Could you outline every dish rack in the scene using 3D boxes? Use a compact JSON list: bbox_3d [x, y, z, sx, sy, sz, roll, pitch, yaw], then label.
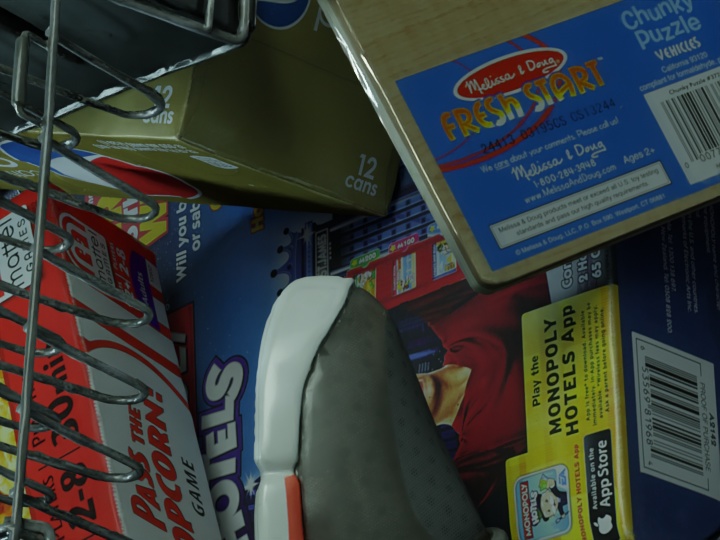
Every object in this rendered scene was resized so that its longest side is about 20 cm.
[{"bbox_3d":[-0.098,0.026,0.624,0.153,0.055,0.200,-18,59,42],"label":"dish rack"}]

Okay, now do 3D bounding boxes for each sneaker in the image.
[{"bbox_3d":[0.032,0.094,0.607,0.082,0.077,0.200,-14,91,6],"label":"sneaker"}]

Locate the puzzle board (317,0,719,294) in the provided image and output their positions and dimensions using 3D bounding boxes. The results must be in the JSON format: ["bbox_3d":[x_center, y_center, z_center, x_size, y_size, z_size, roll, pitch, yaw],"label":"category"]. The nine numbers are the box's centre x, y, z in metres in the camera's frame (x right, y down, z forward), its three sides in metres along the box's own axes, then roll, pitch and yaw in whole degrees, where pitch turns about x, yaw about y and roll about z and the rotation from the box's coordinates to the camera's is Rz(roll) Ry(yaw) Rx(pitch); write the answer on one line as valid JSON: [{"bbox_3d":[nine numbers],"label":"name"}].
[{"bbox_3d":[0.072,-0.091,0.667,0.200,0.017,0.151,-22,78,-26],"label":"puzzle board"}]

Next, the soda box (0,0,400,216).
[{"bbox_3d":[-0.077,-0.055,0.730,0.200,0.068,0.064,6,80,46],"label":"soda box"}]

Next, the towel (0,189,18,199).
[{"bbox_3d":[-0.167,-0.052,0.854,0.200,0.023,0.144,-29,68,14],"label":"towel"}]

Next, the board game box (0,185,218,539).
[{"bbox_3d":[-0.124,0.094,0.696,0.200,0.046,0.152,-31,52,19],"label":"board game box"}]

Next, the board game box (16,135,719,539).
[{"bbox_3d":[0.000,0.000,0.726,0.200,0.062,0.200,-21,60,40],"label":"board game box"}]
